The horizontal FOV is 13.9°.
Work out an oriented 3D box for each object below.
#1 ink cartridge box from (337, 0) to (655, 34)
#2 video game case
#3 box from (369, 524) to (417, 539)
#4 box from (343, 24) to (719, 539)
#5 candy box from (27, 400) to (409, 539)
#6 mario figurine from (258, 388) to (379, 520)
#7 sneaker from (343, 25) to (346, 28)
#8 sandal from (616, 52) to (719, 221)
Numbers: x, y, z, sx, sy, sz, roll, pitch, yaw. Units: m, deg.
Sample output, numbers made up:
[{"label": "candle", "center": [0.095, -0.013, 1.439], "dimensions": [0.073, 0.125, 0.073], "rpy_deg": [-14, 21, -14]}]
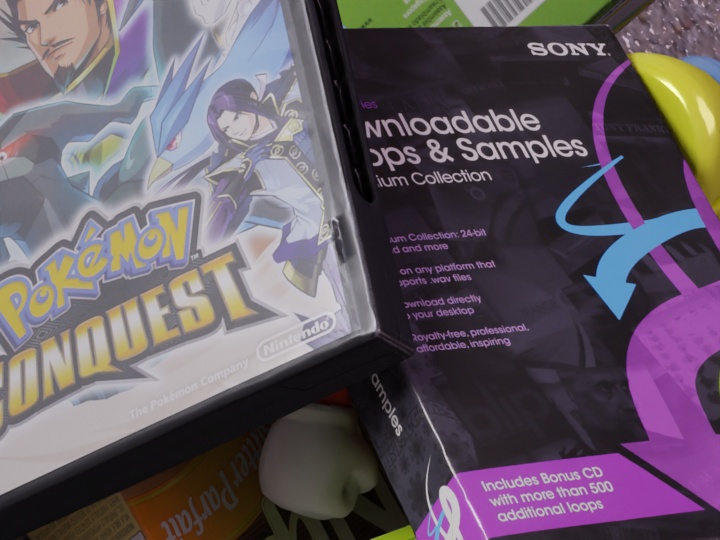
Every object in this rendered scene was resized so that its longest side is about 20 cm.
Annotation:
[{"label": "ink cartridge box", "center": [0.086, -0.127, 1.135], "dimensions": [0.076, 0.148, 0.200], "rpy_deg": [54, 43, 5]}, {"label": "video game case", "center": [-0.089, -0.019, 0.883], "dimensions": [0.025, 0.199, 0.182], "rpy_deg": [31, 41, -53]}, {"label": "box", "center": [0.034, 0.169, 0.890], "dimensions": [0.048, 0.201, 0.122], "rpy_deg": [21, 26, 40]}, {"label": "box", "center": [0.054, 0.009, 0.881], "dimensions": [0.142, 0.036, 0.201], "rpy_deg": [-4, 52, -33]}, {"label": "candy box", "center": [-0.042, 0.080, 0.950], "dimensions": [0.115, 0.055, 0.201], "rpy_deg": [-21, 75, -47]}, {"label": "mario figurine", "center": [0.002, 0.012, 0.958], "dimensions": [0.123, 0.106, 0.200], "rpy_deg": [-37, 79, -3]}, {"label": "sneaker", "center": [0.000, 0.000, 1.038], "dimensions": [0.081, 0.077, 0.200], "rpy_deg": [-34, 79, -38]}, {"label": "sandal", "center": [0.111, -0.001, 1.031], "dimensions": [0.087, 0.200, 0.080], "rpy_deg": [-19, 59, -30]}]
